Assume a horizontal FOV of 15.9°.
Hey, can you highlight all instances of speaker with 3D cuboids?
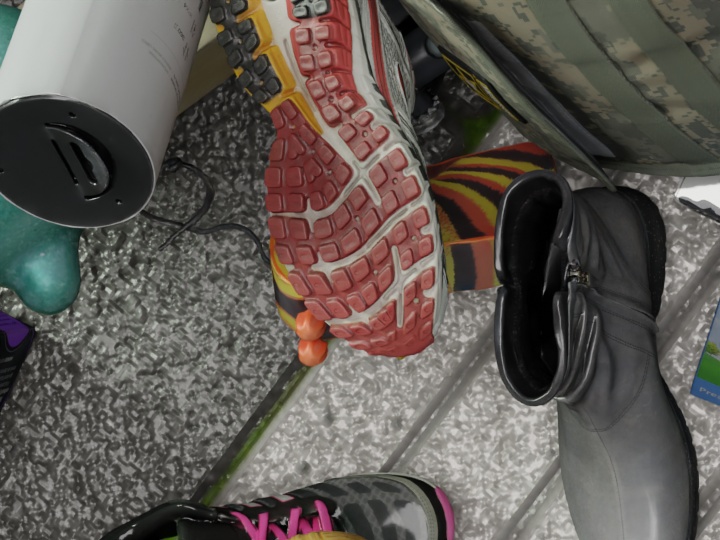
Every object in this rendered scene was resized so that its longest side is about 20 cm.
[{"bbox_3d":[-0.107,-0.116,1.136,0.081,0.081,0.201,4,49,10],"label":"speaker"}]

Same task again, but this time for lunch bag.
[{"bbox_3d":[0.105,-0.118,1.124,0.199,0.164,0.118,-7,55,39],"label":"lunch bag"}]

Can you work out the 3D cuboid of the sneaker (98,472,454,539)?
[{"bbox_3d":[-0.053,0.143,1.248,0.199,0.087,0.074,-12,80,10],"label":"sneaker"}]

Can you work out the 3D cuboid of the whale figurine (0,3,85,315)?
[{"bbox_3d":[-0.195,-0.034,1.170,0.159,0.104,0.200,36,71,0],"label":"whale figurine"}]

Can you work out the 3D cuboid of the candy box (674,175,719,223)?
[{"bbox_3d":[0.270,-0.067,1.199,0.199,0.072,0.169,26,95,8],"label":"candy box"}]

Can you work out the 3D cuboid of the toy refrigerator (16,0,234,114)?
[{"bbox_3d":[-0.062,-0.151,1.261,0.200,0.070,0.076,-36,77,8],"label":"toy refrigerator"}]

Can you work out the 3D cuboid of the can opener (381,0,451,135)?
[{"bbox_3d":[0.061,-0.130,1.238,0.199,0.063,0.079,-29,105,8],"label":"can opener"}]

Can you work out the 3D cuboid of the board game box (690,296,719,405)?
[{"bbox_3d":[0.235,0.025,1.148,0.150,0.200,0.037,21,62,10],"label":"board game box"}]

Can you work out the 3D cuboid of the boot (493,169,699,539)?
[{"bbox_3d":[0.100,0.056,1.195,0.069,0.131,0.201,-10,87,24],"label":"boot"}]

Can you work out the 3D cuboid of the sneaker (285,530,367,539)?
[{"bbox_3d":[-0.037,0.218,1.213,0.075,0.088,0.201,0,131,-24],"label":"sneaker"}]

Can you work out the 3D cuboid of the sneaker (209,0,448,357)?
[{"bbox_3d":[0.001,-0.061,1.136,0.078,0.082,0.201,-18,82,29],"label":"sneaker"}]

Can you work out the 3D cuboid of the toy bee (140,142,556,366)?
[{"bbox_3d":[0.000,0.000,1.228,0.199,0.131,0.109,-20,45,16],"label":"toy bee"}]

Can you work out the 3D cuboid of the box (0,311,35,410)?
[{"bbox_3d":[-0.259,0.098,1.270,0.106,0.122,0.201,25,95,9],"label":"box"}]
